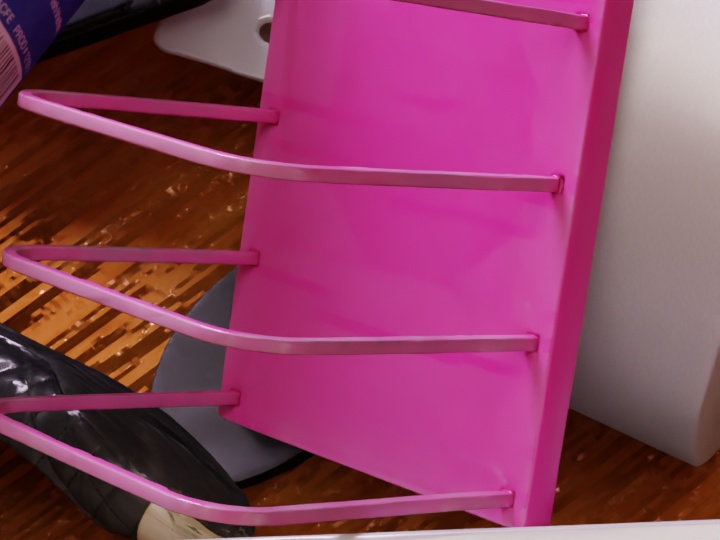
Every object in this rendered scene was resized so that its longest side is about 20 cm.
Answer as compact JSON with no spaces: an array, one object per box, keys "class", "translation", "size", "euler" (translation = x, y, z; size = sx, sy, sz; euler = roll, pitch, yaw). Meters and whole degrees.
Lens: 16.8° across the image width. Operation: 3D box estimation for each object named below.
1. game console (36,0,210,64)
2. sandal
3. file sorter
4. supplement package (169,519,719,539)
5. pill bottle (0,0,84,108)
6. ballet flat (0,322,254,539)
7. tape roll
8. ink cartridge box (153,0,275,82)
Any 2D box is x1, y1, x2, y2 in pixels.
[{"class":"game console","translation":[-0.158,-0.167,0.877],"size":[0.199,0.118,0.174],"euler":[-15,68,28]},{"class":"sandal","translation":[0.000,0.000,0.848],"size":[0.200,0.045,0.075],"euler":[-38,64,6]},{"class":"file sorter","translation":[-0.021,-0.037,0.701],"size":[0.139,0.125,0.202],"euler":[16,101,45]},{"class":"supplement package","translation":[0.031,0.157,0.713],"size":[0.198,0.152,0.152],"euler":[-3,78,4]},{"class":"pill bottle","translation":[-0.120,-0.131,0.752],"size":[0.115,0.116,0.200],"euler":[29,70,18]},{"class":"ballet flat","translation":[-0.113,0.056,0.840],"size":[0.199,0.066,0.057],"euler":[29,94,33]},{"class":"tape roll","translation":[0.120,-0.041,0.794],"size":[0.070,0.203,0.203],"euler":[23,67,16]},{"class":"ink cartridge box","translation":[0.011,-0.135,0.923],"size":[0.115,0.067,0.201],"euler":[18,66,12]}]
